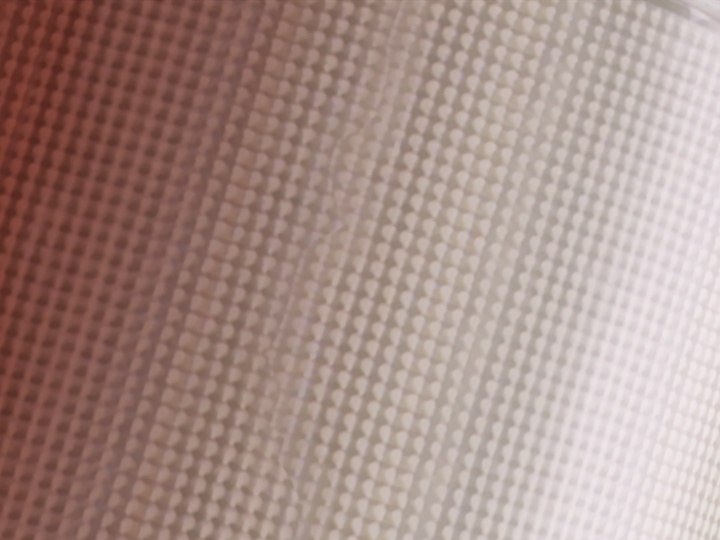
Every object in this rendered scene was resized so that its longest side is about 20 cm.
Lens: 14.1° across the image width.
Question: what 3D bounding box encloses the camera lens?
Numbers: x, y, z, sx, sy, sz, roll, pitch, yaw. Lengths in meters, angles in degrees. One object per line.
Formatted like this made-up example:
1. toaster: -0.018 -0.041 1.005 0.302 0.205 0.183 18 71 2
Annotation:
1. camera lens: -0.025 0.024 0.385 0.160 0.159 0.201 86 21 -83
